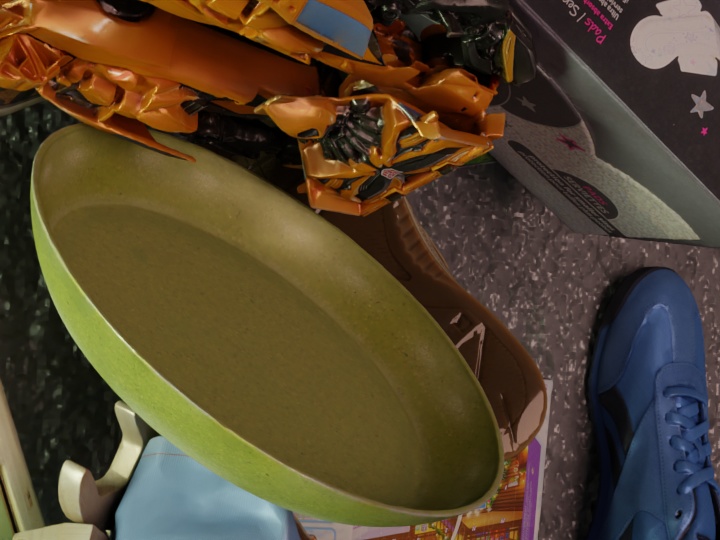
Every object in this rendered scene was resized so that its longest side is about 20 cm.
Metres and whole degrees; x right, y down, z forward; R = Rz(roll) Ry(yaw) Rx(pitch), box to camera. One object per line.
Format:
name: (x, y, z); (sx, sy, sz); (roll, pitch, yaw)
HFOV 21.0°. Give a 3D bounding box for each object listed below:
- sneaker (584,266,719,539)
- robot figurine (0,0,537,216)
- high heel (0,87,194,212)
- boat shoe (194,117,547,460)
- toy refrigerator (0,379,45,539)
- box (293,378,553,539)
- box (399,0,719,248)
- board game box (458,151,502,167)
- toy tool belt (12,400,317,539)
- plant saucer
sneaker: (0.151, 0.099, 0.935); (0.066, 0.078, 0.201); (10, 84, -34)
robot figurine: (-0.033, -0.074, 0.693); (0.199, 0.145, 0.058); (20, 57, -37)
high heel: (-0.127, -0.114, 0.734); (0.200, 0.071, 0.143); (41, 63, -34)
boat shoe: (0.000, 0.000, 0.811); (0.072, 0.065, 0.200); (-40, 84, -9)
toy refrigerator: (-0.173, 0.052, 0.701); (0.076, 0.070, 0.201); (-22, 105, -34)
box: (-0.007, 0.107, 0.842); (0.199, 0.039, 0.138); (8, 86, -36)
box: (0.092, -0.109, 0.799); (0.200, 0.132, 0.115); (41, 72, -30)
board game box: (0.065, -0.151, 0.884); (0.199, 0.041, 0.201); (-11, 98, -35)
toy tool belt: (-0.060, 0.110, 0.677); (0.123, 0.124, 0.201); (61, 31, -62)
plant saucer: (-0.037, 0.023, 0.689); (0.199, 0.200, 0.031); (24, 116, -34)
